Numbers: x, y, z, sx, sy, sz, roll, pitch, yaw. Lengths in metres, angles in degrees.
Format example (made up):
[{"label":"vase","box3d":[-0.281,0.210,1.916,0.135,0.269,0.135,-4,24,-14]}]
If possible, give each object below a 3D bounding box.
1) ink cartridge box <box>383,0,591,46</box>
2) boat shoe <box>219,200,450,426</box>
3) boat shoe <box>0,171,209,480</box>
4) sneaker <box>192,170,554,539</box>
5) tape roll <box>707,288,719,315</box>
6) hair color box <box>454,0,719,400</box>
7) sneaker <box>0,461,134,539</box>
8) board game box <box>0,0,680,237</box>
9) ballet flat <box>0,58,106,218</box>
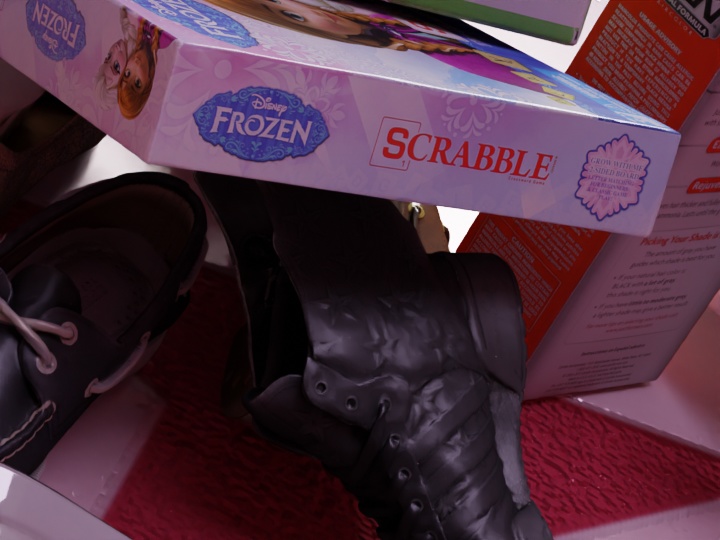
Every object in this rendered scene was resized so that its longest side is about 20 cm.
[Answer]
[{"label":"ink cartridge box","box3d":[-0.003,-0.158,1.010,0.145,0.084,0.200,12,13,-19]},{"label":"boat shoe","box3d":[0.000,0.000,1.004,0.068,0.072,0.200,30,36,-13]},{"label":"boat shoe","box3d":[-0.109,0.022,0.875,0.074,0.060,0.200,38,31,9]},{"label":"sneaker","box3d":[0.004,0.054,0.885,0.104,0.060,0.200,5,68,-27]},{"label":"tape roll","box3d":[0.236,0.008,1.149,0.202,0.071,0.202,25,14,-7]},{"label":"hair color box","box3d":[0.118,-0.043,1.036,0.101,0.200,0.061,-5,46,-46]},{"label":"sneaker","box3d":[-0.061,0.132,0.772,0.200,0.073,0.085,28,60,-17]},{"label":"board game box","box3d":[-0.028,-0.073,0.906,0.199,0.041,0.200,7,16,-36]},{"label":"ballet flat","box3d":[-0.123,-0.072,0.996,0.068,0.067,0.200,29,30,-5]}]
